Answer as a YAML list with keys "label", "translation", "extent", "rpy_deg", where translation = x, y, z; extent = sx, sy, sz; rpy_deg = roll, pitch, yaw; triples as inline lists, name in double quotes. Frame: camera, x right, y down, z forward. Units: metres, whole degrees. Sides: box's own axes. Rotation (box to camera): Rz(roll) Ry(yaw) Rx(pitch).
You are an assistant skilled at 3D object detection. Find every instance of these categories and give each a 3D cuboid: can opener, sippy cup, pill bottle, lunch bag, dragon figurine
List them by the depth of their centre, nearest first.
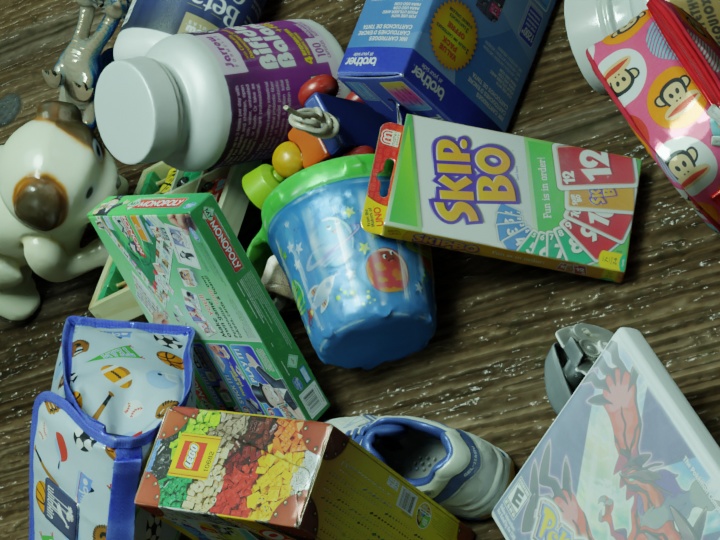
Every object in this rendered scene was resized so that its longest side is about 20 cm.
- label: "lunch bag"
  translation: [0.247, -0.077, 1.460]
  extent: [0.082, 0.200, 0.177]
  rpy_deg: [-37, 51, 14]
- label: "can opener"
  translation: [0.186, 0.117, 1.502]
  extent: [0.067, 0.053, 0.200]
  rpy_deg: [-62, 38, 35]
- label: "pill bottle"
  translation: [0.258, -0.199, 1.584]
  extent: [0.199, 0.114, 0.115]
  rpy_deg: [-16, 55, 29]
- label: "lunch bag"
  translation: [-0.184, 0.150, 1.592]
  extent: [0.200, 0.123, 0.171]
  rpy_deg: [-104, 19, -65]
- label: "sippy cup"
  translation: [0.000, 0.000, 1.652]
  extent: [0.178, 0.139, 0.131]
  rpy_deg: [-45, 50, 47]
- label: "pill bottle"
  translation: [-0.112, -0.140, 1.741]
  extent: [0.112, 0.199, 0.113]
  rpy_deg: [16, 112, 45]
- label: "pill bottle"
  translation: [-0.152, -0.213, 1.897]
  extent: [0.111, 0.111, 0.201]
  rpy_deg: [6, 68, 38]
- label: "dragon figurine"
  translation: [-0.244, -0.175, 1.942]
  extent: [0.059, 0.201, 0.100]
  rpy_deg: [21, 53, 11]

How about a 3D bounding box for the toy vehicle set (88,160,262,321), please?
- label: "toy vehicle set"
  translation: [-0.149, -0.042, 1.793]
  extent: [0.124, 0.027, 0.200]
  rpy_deg: [-25, 29, 26]

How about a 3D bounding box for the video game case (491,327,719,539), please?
- label: "video game case"
  translation: [0.177, 0.171, 1.433]
  extent: [0.183, 0.023, 0.200]
  rpy_deg: [-59, 40, 28]

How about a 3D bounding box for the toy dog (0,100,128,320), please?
- label: "toy dog"
  translation: [-0.285, -0.072, 1.840]
  extent: [0.200, 0.194, 0.140]
  rpy_deg: [-24, 40, 50]

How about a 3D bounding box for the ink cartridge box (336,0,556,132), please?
- label: "ink cartridge box"
  translation: [0.067, -0.177, 1.696]
  extent: [0.076, 0.136, 0.201]
  rpy_deg: [7, 68, 44]

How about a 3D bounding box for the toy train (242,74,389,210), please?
- label: "toy train"
  translation: [-0.049, -0.089, 1.684]
  extent: [0.116, 0.200, 0.085]
  rpy_deg: [-37, 71, 23]

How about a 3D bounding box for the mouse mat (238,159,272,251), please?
- label: "mouse mat"
  translation: [-0.031, -0.085, 1.803]
  extent: [0.199, 0.008, 0.162]
  rpy_deg: [-22, 53, 23]

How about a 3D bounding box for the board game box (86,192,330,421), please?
- label: "board game box"
  translation: [-0.118, 0.031, 1.656]
  extent: [0.134, 0.201, 0.029]
  rpy_deg: [2, 37, 49]

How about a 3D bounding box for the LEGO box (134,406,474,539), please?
- label: "LEGO box"
  translation: [-0.036, 0.174, 1.516]
  extent: [0.148, 0.200, 0.078]
  rpy_deg: [3, 65, 38]

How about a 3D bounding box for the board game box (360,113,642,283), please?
- label: "board game box"
  translation: [0.105, -0.056, 1.598]
  extent: [0.199, 0.030, 0.096]
  rpy_deg: [10, 66, 4]

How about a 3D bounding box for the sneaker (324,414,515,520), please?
- label: "sneaker"
  translation: [0.016, 0.131, 1.582]
  extent: [0.199, 0.088, 0.076]
  rpy_deg: [-1, 65, 38]

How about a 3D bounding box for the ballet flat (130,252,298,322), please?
- label: "ballet flat"
  translation: [-0.129, 0.039, 1.761]
  extent: [0.199, 0.068, 0.068]
  rpy_deg: [-26, 58, 24]
